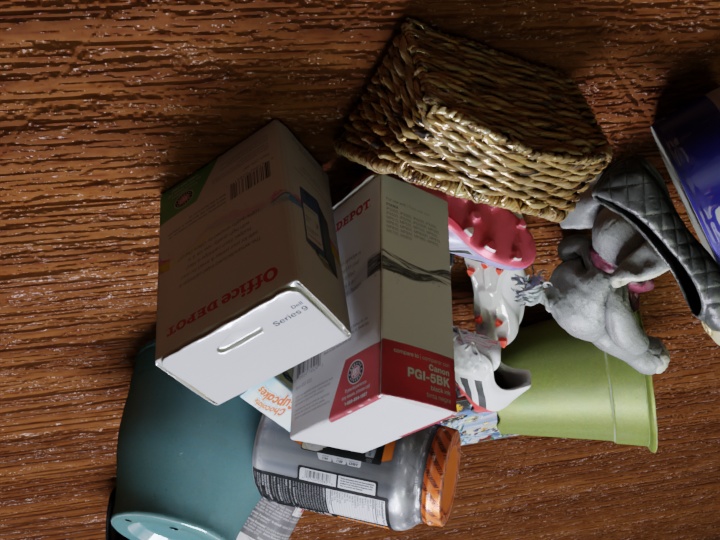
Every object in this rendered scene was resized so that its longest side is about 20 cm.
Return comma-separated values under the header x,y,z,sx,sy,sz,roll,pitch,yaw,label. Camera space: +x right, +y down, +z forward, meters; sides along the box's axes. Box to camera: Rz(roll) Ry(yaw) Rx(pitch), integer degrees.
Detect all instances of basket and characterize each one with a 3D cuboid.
x,y,z,sx,sy,sz,roll,pitch,yaw,label
0.097,-0.096,0.737,0.197,0.144,0.150,11,135,-28,basket

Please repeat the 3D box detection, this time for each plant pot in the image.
x,y,z,sx,sy,sz,roll,pitch,yaw,label
-0.182,0.207,0.934,0.196,0.190,0.201,9,147,6,plant pot
0.258,0.134,1.057,0.187,0.203,0.201,-9,143,12,plant pot

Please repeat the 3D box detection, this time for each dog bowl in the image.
x,y,z,sx,sy,sz,roll,pitch,yaw,label
0.355,-0.068,0.807,0.078,0.202,0.200,-26,141,19,dog bowl

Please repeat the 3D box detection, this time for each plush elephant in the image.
x,y,z,sx,sy,sz,roll,pitch,yaw,label
0.269,-0.008,0.881,0.198,0.166,0.155,14,131,-36,plush elephant

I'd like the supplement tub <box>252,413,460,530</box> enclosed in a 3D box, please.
x,y,z,sx,sy,sz,roll,pitch,yaw,label
-0.002,0.195,0.872,0.197,0.124,0.123,7,146,17,supplement tub

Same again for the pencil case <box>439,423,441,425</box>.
x,y,z,sx,sy,sz,roll,pitch,yaw,label
0.027,0.183,1.027,0.093,0.091,0.200,35,169,-12,pencil case

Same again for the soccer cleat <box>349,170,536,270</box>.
x,y,z,sx,sy,sz,roll,pitch,yaw,label
0.080,-0.045,0.842,0.197,0.068,0.076,18,155,-14,soccer cleat

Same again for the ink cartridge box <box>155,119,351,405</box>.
x,y,z,sx,sy,sz,roll,pitch,yaw,label
-0.097,-0.009,0.730,0.144,0.202,0.088,-29,133,18,ink cartridge box

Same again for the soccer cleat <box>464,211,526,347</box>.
x,y,z,sx,sy,sz,roll,pitch,yaw,label
0.154,-0.005,0.939,0.068,0.078,0.202,12,130,24,soccer cleat

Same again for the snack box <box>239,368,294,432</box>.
x,y,z,sx,sy,sz,roll,pitch,yaw,label
-0.115,0.071,0.831,0.037,0.200,0.116,-42,138,0,snack box

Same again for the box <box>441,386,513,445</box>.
x,y,z,sx,sy,sz,roll,pitch,yaw,label
0.142,0.202,1.201,0.196,0.040,0.138,-8,142,-8,box

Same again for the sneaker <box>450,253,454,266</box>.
x,y,z,sx,sy,sz,roll,pitch,yaw,label
0.000,0.000,0.884,0.197,0.076,0.088,-21,136,9,sneaker

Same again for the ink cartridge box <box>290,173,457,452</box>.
x,y,z,sx,sy,sz,roll,pitch,yaw,label
0.009,0.041,0.745,0.082,0.203,0.146,17,149,-29,ink cartridge box

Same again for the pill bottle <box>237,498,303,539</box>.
x,y,z,sx,sy,sz,roll,pitch,yaw,label
-0.118,0.271,1.072,0.116,0.115,0.202,41,75,-47,pill bottle

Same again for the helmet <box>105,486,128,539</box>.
x,y,z,sx,sy,sz,roll,pitch,yaw,label
-0.254,0.377,1.164,0.196,0.193,0.201,-9,142,-7,helmet

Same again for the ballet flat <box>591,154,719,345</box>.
x,y,z,sx,sy,sz,roll,pitch,yaw,label
0.274,-0.011,0.751,0.057,0.066,0.201,-36,97,-1,ballet flat

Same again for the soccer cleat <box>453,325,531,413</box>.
x,y,z,sx,sy,sz,roll,pitch,yaw,label
0.109,0.091,0.935,0.085,0.069,0.199,-31,123,33,soccer cleat
